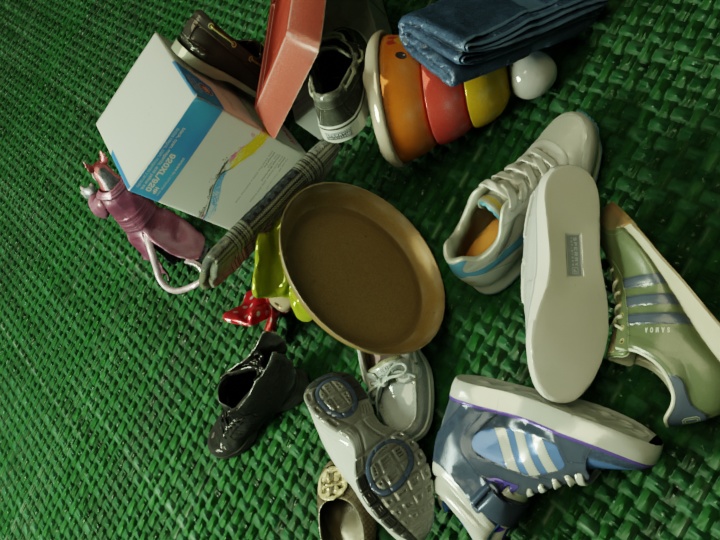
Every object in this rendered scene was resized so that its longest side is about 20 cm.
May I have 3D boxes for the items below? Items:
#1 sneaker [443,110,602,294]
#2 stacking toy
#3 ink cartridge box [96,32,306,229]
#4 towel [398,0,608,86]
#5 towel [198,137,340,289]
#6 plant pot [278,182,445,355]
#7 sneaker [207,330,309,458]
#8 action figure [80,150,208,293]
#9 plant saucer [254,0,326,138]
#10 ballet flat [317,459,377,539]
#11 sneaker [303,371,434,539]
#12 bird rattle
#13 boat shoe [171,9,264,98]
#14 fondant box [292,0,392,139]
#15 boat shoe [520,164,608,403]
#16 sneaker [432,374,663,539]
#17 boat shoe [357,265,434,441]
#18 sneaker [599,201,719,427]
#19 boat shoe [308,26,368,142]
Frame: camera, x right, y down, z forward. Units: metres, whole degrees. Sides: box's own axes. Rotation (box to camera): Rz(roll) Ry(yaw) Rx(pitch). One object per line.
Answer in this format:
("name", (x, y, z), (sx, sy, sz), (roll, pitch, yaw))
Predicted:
("sneaker", (0.159, -0.070, 0.750), (0.076, 0.080, 0.202), (41, 100, 40))
("stacking toy", (0.110, -0.198, 0.824), (0.195, 0.146, 0.150), (-8, 69, 16))
("ink cartridge box", (-0.200, -0.166, 0.984), (0.145, 0.198, 0.148), (-49, 53, 16))
("towel", (0.142, -0.257, 0.775), (0.197, 0.049, 0.112), (-28, 49, -21))
("towel", (-0.106, -0.055, 0.880), (0.193, 0.035, 0.200), (-47, 4, -16))
("plant pot", (0.000, 0.000, 0.786), (0.027, 0.196, 0.204), (-43, 51, 42))
("sneaker", (-0.136, 0.149, 0.891), (0.199, 0.103, 0.061), (-40, 55, 21))
("action figure", (-0.304, -0.069, 1.030), (0.132, 0.201, 0.151), (-26, 42, 14))
("plant saucer", (-0.080, -0.288, 0.887), (0.200, 0.036, 0.205), (137, 140, -63))
("ballet flat", (-0.016, 0.293, 0.787), (0.066, 0.046, 0.205), (-21, 63, 30))
("sneaker", (0.013, 0.191, 0.770), (0.073, 0.088, 0.201), (-23, 46, -17))
("bird rattle", (-0.065, 0.009, 0.881), (0.112, 0.200, 0.164), (37, 65, 3))
("boat shoe", (-0.144, -0.261, 0.969), (0.072, 0.199, 0.061), (45, 108, 31))
("fondant box", (-0.033, -0.293, 0.989), (0.143, 0.058, 0.204), (-29, 58, 27))
("boat shoe", (0.172, 0.012, 0.685), (0.070, 0.069, 0.206), (-3, 85, -5))
("sneaker", (0.154, 0.186, 0.681), (0.196, 0.080, 0.150), (13, 95, 32))
("boat shoe", (0.025, 0.081, 0.814), (0.073, 0.064, 0.206), (-25, 62, 29))
("sneaker", (0.240, 0.040, 0.657), (0.089, 0.067, 0.202), (-38, 58, 15))
("boat shoe", (-0.022, -0.225, 0.844), (0.069, 0.064, 0.203), (-14, 42, 12))
